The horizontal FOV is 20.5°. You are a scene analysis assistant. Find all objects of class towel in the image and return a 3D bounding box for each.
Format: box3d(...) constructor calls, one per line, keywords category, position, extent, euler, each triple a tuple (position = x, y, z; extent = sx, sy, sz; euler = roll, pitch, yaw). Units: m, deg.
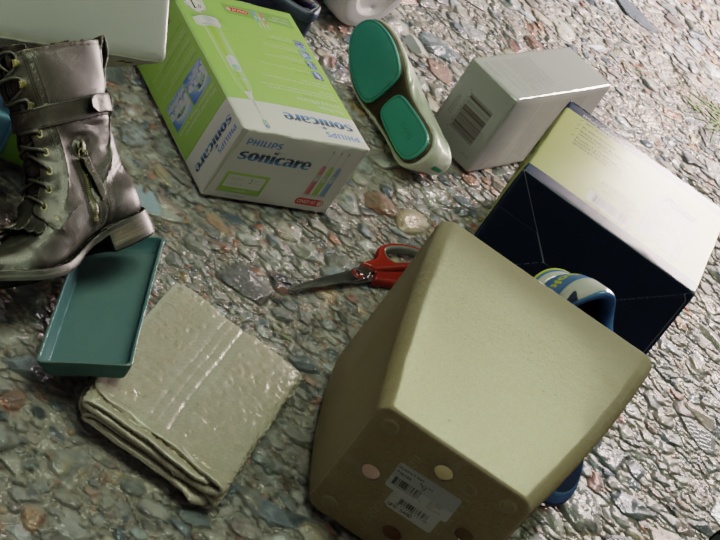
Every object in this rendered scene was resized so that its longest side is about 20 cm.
box3d(category="towel", position=(-0.128, 0.093, 1.513), extent=(0.132, 0.034, 0.200), euler=(37, 30, 0))

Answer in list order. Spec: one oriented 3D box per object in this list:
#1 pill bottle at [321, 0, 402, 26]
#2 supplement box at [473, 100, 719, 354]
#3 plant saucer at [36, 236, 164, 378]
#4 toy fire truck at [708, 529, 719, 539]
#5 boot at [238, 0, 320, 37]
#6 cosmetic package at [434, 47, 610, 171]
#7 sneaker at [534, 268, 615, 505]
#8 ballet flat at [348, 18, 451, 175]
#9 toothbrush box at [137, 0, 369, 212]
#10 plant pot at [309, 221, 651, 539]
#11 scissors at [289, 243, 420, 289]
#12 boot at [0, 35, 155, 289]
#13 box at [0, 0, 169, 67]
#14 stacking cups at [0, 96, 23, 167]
box3d(category="pill bottle", position=(-0.034, -0.369, 2.178), extent=(0.111, 0.111, 0.200), euler=(-6, 50, -49))
box3d(category="supplement box", position=(0.226, -0.029, 1.937), extent=(0.200, 0.134, 0.200), euler=(36, 30, 1))
box3d(category="plant saucer", position=(-0.194, 0.026, 1.515), extent=(0.070, 0.019, 0.200), euler=(2, 27, 1))
box3d(category="toy fire truck", position=(0.300, 0.297, 1.515), extent=(0.129, 0.176, 0.200), euler=(35, 30, -1))
box3d(category="boot", position=(-0.137, -0.281, 1.972), extent=(0.200, 0.090, 0.073), euler=(34, 30, -3))
box3d(category="cosmetic package", position=(0.169, -0.173, 2.118), extent=(0.071, 0.101, 0.200), euler=(47, 31, 20))
box3d(category="sneaker", position=(0.172, 0.098, 1.671), extent=(0.074, 0.200, 0.082), euler=(5, -2, -34))
box3d(category="ballet flat", position=(0.041, -0.171, 2.036), extent=(0.069, 0.069, 0.200), euler=(10, 43, -37))
box3d(category="toothbrush box", position=(-0.104, -0.157, 1.836), extent=(0.145, 0.086, 0.200), euler=(7, 40, -40))
box3d(category="plant pot", position=(0.071, 0.124, 1.532), extent=(0.200, 0.200, 0.177), euler=(35, 42, -2))
box3d(category="scissors", position=(0.000, 0.000, 1.795), extent=(0.200, 0.014, 0.073), euler=(4, 45, -41))
box3d(category="boot", position=(-0.247, -0.084, 1.508), extent=(0.200, 0.069, 0.174), euler=(-28, 103, -50))
box3d(category="box", position=(-0.286, -0.260, 1.634), extent=(0.200, 0.172, 0.199), euler=(4, -1, -42))
box3d(category="stacking cups", position=(-0.305, -0.119, 1.619), extent=(0.200, 0.061, 0.061), euler=(21, 33, -15))
